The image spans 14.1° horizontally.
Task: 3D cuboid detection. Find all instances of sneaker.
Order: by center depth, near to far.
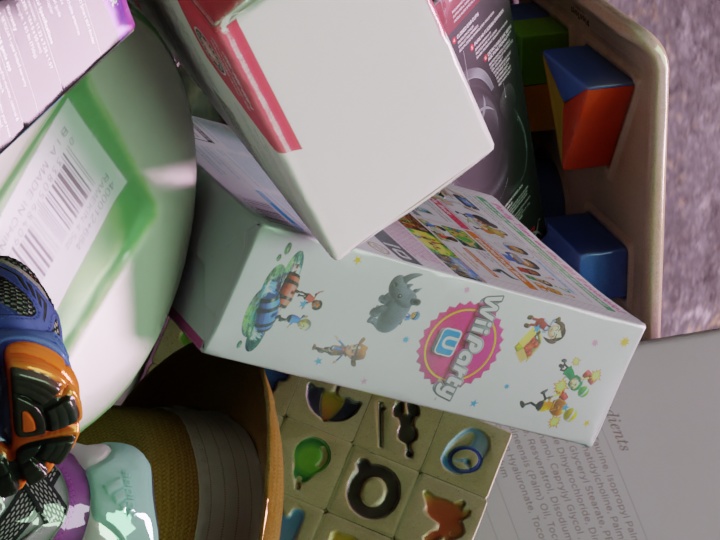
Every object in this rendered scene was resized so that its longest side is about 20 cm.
[{"bbox_3d":[-0.186,0.051,1.000,0.079,0.199,0.076,-91,163,-47],"label":"sneaker"},{"bbox_3d":[-0.181,0.112,1.088,0.139,0.200,0.078,9,55,-35],"label":"sneaker"}]

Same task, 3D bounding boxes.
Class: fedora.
[{"bbox_3d":[-0.105,0.109,1.189,0.081,0.200,0.202,17,85,-26],"label":"fedora"}]

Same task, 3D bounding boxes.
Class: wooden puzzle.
[{"bbox_3d":[0.106,-0.055,1.498,0.046,0.185,0.201,-12,115,-15],"label":"wooden puzzle"}]

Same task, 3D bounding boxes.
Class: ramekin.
[{"bbox_3d":[-0.148,-0.025,1.108,0.200,0.097,0.201,-29,125,-53],"label":"ramekin"}]

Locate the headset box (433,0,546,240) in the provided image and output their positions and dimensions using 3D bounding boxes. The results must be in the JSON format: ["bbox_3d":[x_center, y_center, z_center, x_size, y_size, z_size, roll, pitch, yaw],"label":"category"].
[{"bbox_3d":[0.013,-0.062,1.395,0.149,0.077,0.201,-50,139,-40],"label":"headset box"}]

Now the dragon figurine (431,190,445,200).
[{"bbox_3d":[-0.013,-0.107,1.255,0.100,0.200,0.059,-52,130,-2],"label":"dragon figurine"}]

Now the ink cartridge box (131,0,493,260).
[{"bbox_3d":[-0.045,-0.124,1.141,0.085,0.200,0.146,-35,139,-7],"label":"ink cartridge box"}]

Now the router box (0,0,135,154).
[{"bbox_3d":[-0.194,-0.067,0.914,0.149,0.199,0.051,-48,136,-41],"label":"router box"}]

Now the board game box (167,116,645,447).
[{"bbox_3d":[0.000,0.000,1.240,0.199,0.148,0.065,14,107,-32],"label":"board game box"}]

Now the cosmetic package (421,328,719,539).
[{"bbox_3d":[0.105,0.149,1.409,0.199,0.167,0.168,-9,149,-20],"label":"cosmetic package"}]

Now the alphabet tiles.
[{"bbox_3d":[-0.031,0.103,1.305,0.006,0.166,0.201,100,12,-72],"label":"alphabet tiles"}]
